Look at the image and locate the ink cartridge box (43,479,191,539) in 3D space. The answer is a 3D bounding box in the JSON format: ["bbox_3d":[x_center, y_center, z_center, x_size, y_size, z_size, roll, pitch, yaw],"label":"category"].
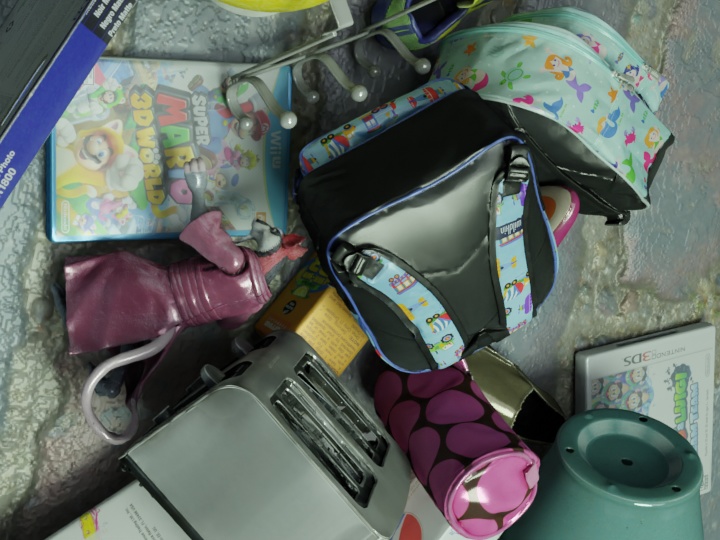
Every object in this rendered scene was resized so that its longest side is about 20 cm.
[{"bbox_3d":[-0.178,0.259,0.883,0.200,0.084,0.145,-32,75,-19],"label":"ink cartridge box"}]

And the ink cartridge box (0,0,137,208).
[{"bbox_3d":[-0.226,-0.112,0.744,0.041,0.200,0.200,35,84,-30],"label":"ink cartridge box"}]

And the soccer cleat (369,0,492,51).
[{"bbox_3d":[0.098,-0.250,0.964,0.200,0.084,0.065,-37,116,-18],"label":"soccer cleat"}]

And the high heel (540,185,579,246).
[{"bbox_3d":[0.156,-0.015,1.003,0.096,0.200,0.067,9,64,-25],"label":"high heel"}]

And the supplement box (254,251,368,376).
[{"bbox_3d":[0.000,0.000,0.975,0.069,0.067,0.200,42,79,-30],"label":"supplement box"}]

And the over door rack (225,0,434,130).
[{"bbox_3d":[-0.001,-0.167,0.842,0.148,0.200,0.067,-27,90,-30],"label":"over door rack"}]

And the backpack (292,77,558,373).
[{"bbox_3d":[0.059,-0.024,0.884,0.183,0.135,0.200,-30,135,-3],"label":"backpack"}]

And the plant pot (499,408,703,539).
[{"bbox_3d":[0.232,0.240,1.054,0.200,0.200,0.188,-11,124,-27],"label":"plant pot"}]

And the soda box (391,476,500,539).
[{"bbox_3d":[0.037,0.271,0.988,0.064,0.068,0.200,30,101,-39],"label":"soda box"}]

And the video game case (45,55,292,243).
[{"bbox_3d":[-0.150,-0.097,0.897,0.200,0.018,0.143,-3,102,-29],"label":"video game case"}]

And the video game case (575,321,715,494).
[{"bbox_3d":[0.309,0.168,1.212,0.182,0.024,0.200,-10,106,-27],"label":"video game case"}]

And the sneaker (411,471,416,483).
[{"bbox_3d":[0.013,0.182,1.016,0.105,0.075,0.200,-41,125,-9],"label":"sneaker"}]

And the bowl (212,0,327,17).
[{"bbox_3d":[-0.076,-0.256,0.837,0.200,0.200,0.108,-16,151,-26],"label":"bowl"}]

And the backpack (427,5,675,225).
[{"bbox_3d":[0.156,-0.140,0.967,0.200,0.178,0.151,25,79,-34],"label":"backpack"}]

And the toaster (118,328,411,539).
[{"bbox_3d":[-0.060,0.154,0.844,0.119,0.181,0.200,-41,91,14],"label":"toaster"}]

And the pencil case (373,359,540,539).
[{"bbox_3d":[0.079,0.136,0.932,0.094,0.200,0.091,-16,118,-11],"label":"pencil case"}]

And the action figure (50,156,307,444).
[{"bbox_3d":[-0.133,0.016,0.852,0.200,0.149,0.134,-21,132,4],"label":"action figure"}]

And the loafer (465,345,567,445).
[{"bbox_3d":[0.131,0.112,1.071,0.200,0.070,0.075,30,86,-31],"label":"loafer"}]
